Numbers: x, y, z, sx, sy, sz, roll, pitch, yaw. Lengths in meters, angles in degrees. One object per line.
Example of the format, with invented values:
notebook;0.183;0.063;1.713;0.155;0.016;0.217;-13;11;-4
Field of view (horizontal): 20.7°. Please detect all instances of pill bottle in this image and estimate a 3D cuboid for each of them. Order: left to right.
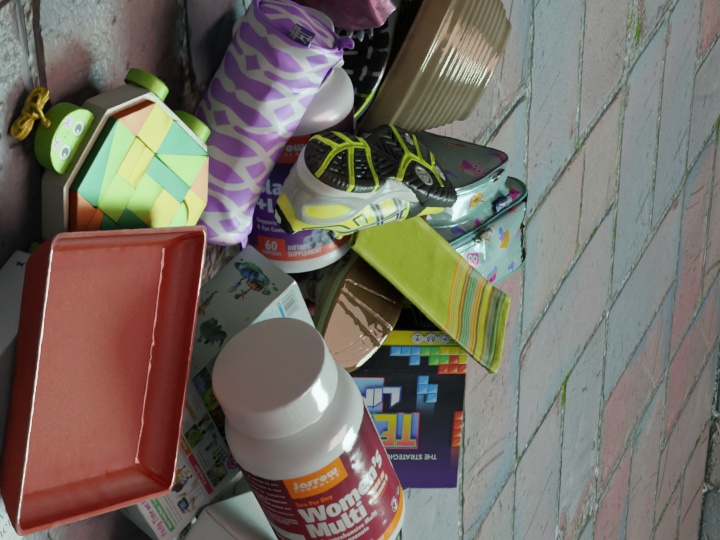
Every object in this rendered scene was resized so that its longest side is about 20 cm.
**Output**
pill bottle;-0.059;-0.109;1.612;0.112;0.110;0.202;-51;148;-48
pill bottle;-0.040;0.135;1.515;0.110;0.109;0.201;-62;146;-33

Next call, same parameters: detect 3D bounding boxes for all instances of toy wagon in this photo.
toy wagon;-0.178;-0.064;1.397;0.156;0.039;0.200;-62;150;-11

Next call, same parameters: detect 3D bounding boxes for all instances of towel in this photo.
towel;0.062;0.003;1.686;0.200;0.018;0.087;42;41;-34

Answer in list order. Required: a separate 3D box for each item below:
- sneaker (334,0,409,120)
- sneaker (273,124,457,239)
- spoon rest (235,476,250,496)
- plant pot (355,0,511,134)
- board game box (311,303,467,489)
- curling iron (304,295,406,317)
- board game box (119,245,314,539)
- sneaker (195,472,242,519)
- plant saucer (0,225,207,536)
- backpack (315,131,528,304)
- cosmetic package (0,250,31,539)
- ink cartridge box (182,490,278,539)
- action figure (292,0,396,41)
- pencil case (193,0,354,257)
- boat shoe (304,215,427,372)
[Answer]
sneaker;0.010;-0.219;1.784;0.081;0.073;0.202;52;57;-69
sneaker;0.002;-0.067;1.577;0.076;0.076;0.199;-44;153;28
spoon rest;-0.092;0.192;1.733;0.060;0.099;0.201;-1;129;-44
plant pot;0.078;-0.202;1.823;0.202;0.092;0.201;-63;-175;9
board game box;-0.006;0.113;1.771;0.057;0.198;0.167;-97;-172;-64
curling iron;-0.028;0.020;1.719;0.026;0.198;0.050;-154;-115;-65
board game box;-0.122;0.099;1.545;0.200;0.064;0.148;-44;146;-17
sneaker;-0.095;0.132;1.676;0.076;0.091;0.202;-105;-158;-71
plant saucer;-0.182;0.067;1.364;0.199;0.036;0.202;-7;107;-64
backpack;0.048;-0.039;1.850;0.200;0.174;0.155;-43;140;-40
cosmetic package;-0.251;0.110;1.342;0.152;0.051;0.201;80;31;-42
ink cartridge box;-0.121;0.285;1.643;0.201;0.084;0.146;-56;163;15
action figure;-0.018;-0.288;1.574;0.201;0.133;0.150;79;27;-47
pencil case;-0.083;-0.114;1.505;0.201;0.085;0.084;-59;-161;25
boat shoe;0.000;0.000;1.698;0.073;0.062;0.201;44;58;-34
